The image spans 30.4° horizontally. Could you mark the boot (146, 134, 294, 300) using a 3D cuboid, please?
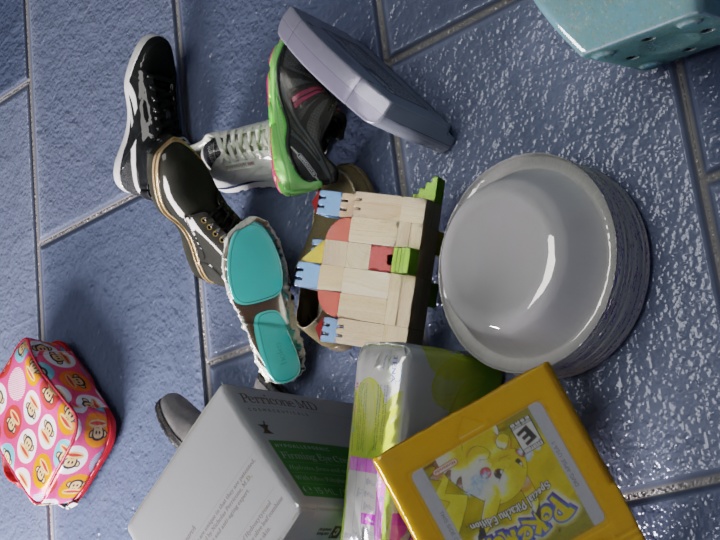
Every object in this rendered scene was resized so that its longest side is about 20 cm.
[{"bbox_3d":[-0.146,-0.053,1.464,0.138,0.201,0.078,22,60,39],"label":"boot"}]

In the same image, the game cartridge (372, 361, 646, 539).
[{"bbox_3d":[0.132,0.207,1.131,0.175,0.032,0.201,-29,82,0],"label":"game cartridge"}]

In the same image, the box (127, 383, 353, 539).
[{"bbox_3d":[-0.079,0.248,1.310,0.201,0.198,0.171,-56,49,18],"label":"box"}]

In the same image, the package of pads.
[{"bbox_3d":[0.056,0.170,1.227,0.068,0.154,0.202,1,83,43],"label":"package of pads"}]

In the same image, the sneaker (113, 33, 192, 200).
[{"bbox_3d":[-0.237,-0.184,1.636,0.111,0.073,0.202,19,104,40],"label":"sneaker"}]

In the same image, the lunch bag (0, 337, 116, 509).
[{"bbox_3d":[-0.409,0.205,1.711,0.200,0.082,0.177,48,115,37],"label":"lunch bag"}]

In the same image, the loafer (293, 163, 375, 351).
[{"bbox_3d":[-0.027,-0.018,1.401,0.076,0.067,0.202,-7,77,42],"label":"loafer"}]

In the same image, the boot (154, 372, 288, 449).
[{"bbox_3d":[-0.137,0.166,1.483,0.200,0.070,0.132,39,104,31],"label":"boot"}]

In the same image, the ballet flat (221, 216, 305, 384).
[{"bbox_3d":[-0.106,0.028,1.418,0.071,0.072,0.202,17,127,44],"label":"ballet flat"}]

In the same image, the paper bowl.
[{"bbox_3d":[0.153,-0.006,1.204,0.200,0.104,0.203,-10,75,41],"label":"paper bowl"}]

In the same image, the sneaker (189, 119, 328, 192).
[{"bbox_3d":[-0.123,-0.134,1.505,0.199,0.080,0.077,-17,68,36],"label":"sneaker"}]

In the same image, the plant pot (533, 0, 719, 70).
[{"bbox_3d":[0.241,-0.283,1.119,0.195,0.195,0.202,-14,81,41],"label":"plant pot"}]

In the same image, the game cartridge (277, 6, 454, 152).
[{"bbox_3d":[-0.001,-0.198,1.364,0.041,0.133,0.200,-52,51,13],"label":"game cartridge"}]

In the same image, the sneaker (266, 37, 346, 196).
[{"bbox_3d":[-0.058,-0.169,1.426,0.077,0.083,0.202,97,170,-66],"label":"sneaker"}]

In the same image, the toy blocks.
[{"bbox_3d":[0.000,0.000,1.319,0.136,0.100,0.202,7,87,22],"label":"toy blocks"}]
